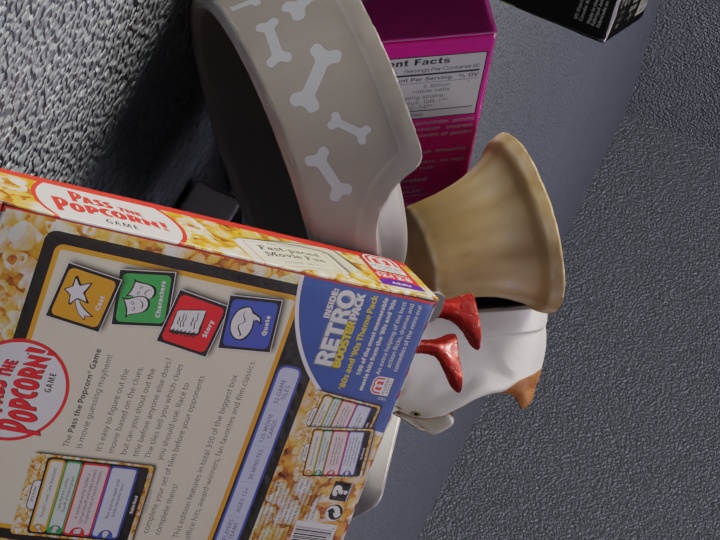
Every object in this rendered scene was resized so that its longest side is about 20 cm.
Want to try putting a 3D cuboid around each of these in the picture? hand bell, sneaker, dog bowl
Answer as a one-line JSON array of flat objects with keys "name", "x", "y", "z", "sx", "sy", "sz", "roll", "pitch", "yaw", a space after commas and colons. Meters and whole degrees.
[{"name": "hand bell", "x": 0.000, "y": 0.000, "z": 1.017, "sx": 0.104, "sy": 0.199, "sz": 0.105, "roll": 164, "pitch": -90, "yaw": -79}, {"name": "sneaker", "x": 0.011, "y": 0.059, "z": 1.076, "sx": 0.073, "sy": 0.199, "sz": 0.085, "roll": -113, "pitch": -158, "yaw": -71}, {"name": "dog bowl", "x": -0.025, "y": -0.059, "z": 0.899, "sx": 0.058, "sy": 0.201, "sz": 0.200, "roll": -20, "pitch": 156, "yaw": -11}]

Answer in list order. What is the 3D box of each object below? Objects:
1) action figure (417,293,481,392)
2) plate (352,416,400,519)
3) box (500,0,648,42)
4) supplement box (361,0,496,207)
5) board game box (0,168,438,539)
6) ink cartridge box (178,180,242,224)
[{"name": "action figure", "x": -0.038, "y": 0.041, "z": 0.969, "sx": 0.066, "sy": 0.199, "sz": 0.052, "roll": 112, "pitch": -24, "yaw": -55}, {"name": "plate", "x": -0.032, "y": 0.097, "z": 1.271, "sx": 0.199, "sy": 0.032, "sz": 0.201, "roll": -36, "pitch": -149, "yaw": 49}, {"name": "box", "x": 0.058, "y": -0.207, "z": 0.904, "sx": 0.149, "sy": 0.199, "sz": 0.125, "roll": -37, "pitch": 149, "yaw": -71}, {"name": "supplement box", "x": 0.009, "y": -0.103, "z": 1.070, "sx": 0.200, "sy": 0.103, "sz": 0.102, "roll": 100, "pitch": -18, "yaw": -54}, {"name": "board game box", "x": -0.084, "y": 0.052, "z": 0.790, "sx": 0.046, "sy": 0.199, "sz": 0.152, "roll": 47, "pitch": -61, "yaw": 58}, {"name": "ink cartridge box", "x": -0.123, "y": 0.054, "z": 1.025, "sx": 0.200, "sy": 0.037, "sz": 0.095, "roll": -59, "pitch": 168, "yaw": -30}]
